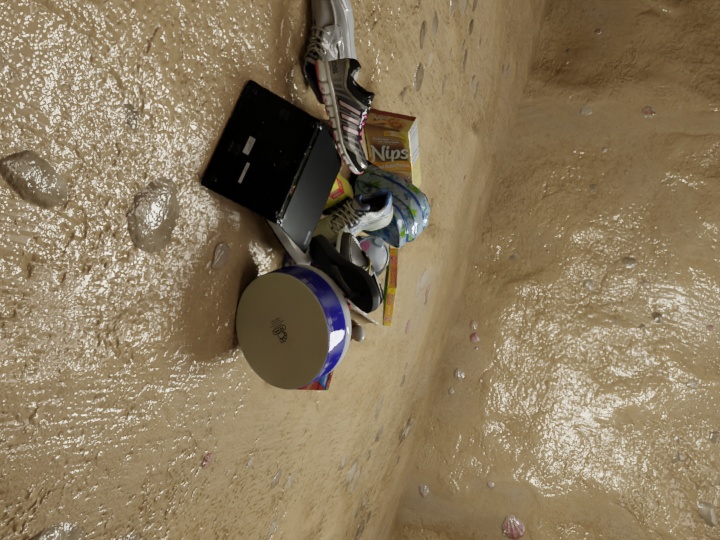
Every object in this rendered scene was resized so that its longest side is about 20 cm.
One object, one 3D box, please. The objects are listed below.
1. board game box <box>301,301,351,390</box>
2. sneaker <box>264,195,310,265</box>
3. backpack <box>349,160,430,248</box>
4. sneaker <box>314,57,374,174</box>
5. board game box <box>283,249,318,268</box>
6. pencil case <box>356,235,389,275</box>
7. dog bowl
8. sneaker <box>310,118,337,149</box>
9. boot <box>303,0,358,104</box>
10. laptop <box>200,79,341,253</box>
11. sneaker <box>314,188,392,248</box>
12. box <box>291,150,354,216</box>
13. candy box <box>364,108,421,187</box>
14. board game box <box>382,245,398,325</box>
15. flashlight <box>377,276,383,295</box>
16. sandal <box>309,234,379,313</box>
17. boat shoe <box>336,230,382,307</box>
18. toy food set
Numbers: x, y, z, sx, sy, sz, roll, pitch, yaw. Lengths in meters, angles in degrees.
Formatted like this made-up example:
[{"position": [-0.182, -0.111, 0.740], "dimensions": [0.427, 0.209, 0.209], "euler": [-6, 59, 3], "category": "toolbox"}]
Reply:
[{"position": [-0.091, 0.155, 1.139], "dimensions": [0.100, 0.019, 0.205], "euler": [7, 110, -23], "category": "board game box"}, {"position": [-0.113, -0.078, 0.973], "dimensions": [0.084, 0.073, 0.202], "euler": [-38, 145, -10], "category": "sneaker"}, {"position": [0.063, -0.140, 1.249], "dimensions": [0.154, 0.195, 0.166], "euler": [-51, 150, -42], "category": "backpack"}, {"position": [-0.011, -0.264, 0.939], "dimensions": [0.074, 0.085, 0.204], "euler": [-95, 167, -63], "category": "sneaker"}, {"position": [-0.124, 0.017, 1.120], "dimensions": [0.119, 0.032, 0.206], "euler": [2, 103, -66], "category": "board game box"}, {"position": [0.007, -0.034, 1.222], "dimensions": [0.091, 0.083, 0.200], "euler": [-45, -171, -4], "category": "pencil case"}, {"position": [-0.117, 0.097, 0.957], "dimensions": [0.078, 0.196, 0.206], "euler": [-17, 121, -61], "category": "dog bowl"}, {"position": [-0.074, -0.243, 0.994], "dimensions": [0.199, 0.074, 0.072], "euler": [-34, 136, -60], "category": "sneaker"}, {"position": [-0.059, -0.385, 0.938], "dimensions": [0.096, 0.072, 0.203], "euler": [-51, 144, -29], "category": "boot"}, {"position": [-0.129, -0.157, 0.875], "dimensions": [0.181, 0.196, 0.103], "euler": [-68, -163, -13], "category": "laptop"}, {"position": [-0.018, -0.108, 1.078], "dimensions": [0.197, 0.078, 0.086], "euler": [-30, 160, -23], "category": "sneaker"}, {"position": [-0.074, -0.158, 1.045], "dimensions": [0.051, 0.074, 0.200], "euler": [69, 13, 17], "category": "box"}, {"position": [0.079, -0.275, 1.304], "dimensions": [0.056, 0.113, 0.202], "euler": [-61, 156, -30], "category": "candy box"}, {"position": [0.066, 0.036, 1.229], "dimensions": [0.202, 0.029, 0.098], "euler": [87, 5, -60], "category": "board game box"}, {"position": [0.028, 0.021, 1.338], "dimensions": [0.069, 0.067, 0.201], "euler": [54, 12, -22], "category": "flashlight"}, {"position": [-0.037, 0.013, 0.974], "dimensions": [0.042, 0.199, 0.078], "euler": [-24, 135, -30], "category": "sandal"}, {"position": [0.000, 0.000, 1.069], "dimensions": [0.204, 0.059, 0.073], "euler": [72, 29, -49], "category": "boat shoe"}, {"position": [-0.065, 0.159, 1.188], "dimensions": [0.201, 0.060, 0.143], "euler": [-50, 133, 3], "category": "toy food set"}]
